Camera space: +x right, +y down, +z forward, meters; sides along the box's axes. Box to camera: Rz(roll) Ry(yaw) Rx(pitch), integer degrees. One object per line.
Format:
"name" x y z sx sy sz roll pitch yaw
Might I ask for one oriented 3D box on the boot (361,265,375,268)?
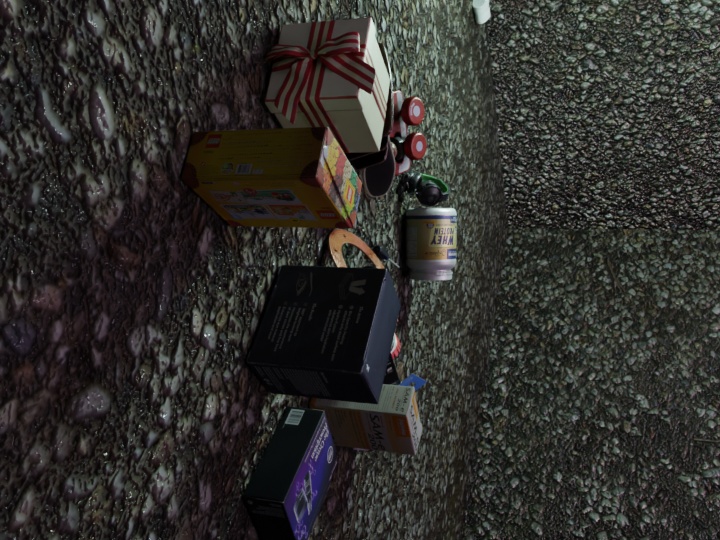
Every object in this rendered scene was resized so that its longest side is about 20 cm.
"boot" -0.012 0.064 1.448 0.158 0.079 0.212 55 41 -60

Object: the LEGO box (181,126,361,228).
"LEGO box" -0.118 -0.123 0.950 0.149 0.199 0.077 52 44 -62

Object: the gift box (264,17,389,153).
"gift box" -0.047 -0.303 1.166 0.187 0.184 0.201 58 32 -61

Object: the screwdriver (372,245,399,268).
"screwdriver" 0.075 -0.029 1.757 0.200 0.029 0.028 29 64 -63

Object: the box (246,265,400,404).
"box" -0.055 0.104 1.150 0.118 0.199 0.197 67 31 -50

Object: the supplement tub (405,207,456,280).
"supplement tub" 0.198 -0.075 1.941 0.144 0.144 0.201 -13 103 -70

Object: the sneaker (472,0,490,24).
"sneaker" 0.513 -1.126 2.879 0.116 0.073 0.200 62 44 -57

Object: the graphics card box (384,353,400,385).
"graphics card box" 0.007 0.200 1.428 0.051 0.125 0.200 58 -8 38

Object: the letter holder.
"letter holder" 0.015 -0.315 1.328 0.101 0.142 0.201 28 53 -58

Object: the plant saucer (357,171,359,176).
"plant saucer" -0.048 -0.191 1.398 0.200 0.032 0.201 1 90 -70

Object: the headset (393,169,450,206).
"headset" 0.166 -0.236 1.873 0.200 0.123 0.094 -18 137 -45

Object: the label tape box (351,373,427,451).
"label tape box" 0.069 0.321 1.536 0.063 0.200 0.144 56 6 24

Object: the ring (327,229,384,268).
"ring" 0.000 0.000 1.426 0.200 0.019 0.201 40 28 -26

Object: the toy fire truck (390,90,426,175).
"toy fire truck" 0.061 -0.321 1.620 0.168 0.112 0.201 -25 117 -42

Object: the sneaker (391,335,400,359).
"sneaker" 0.041 0.114 1.564 0.082 0.078 0.200 48 18 -34

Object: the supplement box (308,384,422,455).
"supplement box" 0.013 0.288 1.356 0.074 0.199 0.126 -67 151 -46

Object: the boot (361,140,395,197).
"boot" 0.021 -0.270 1.497 0.144 0.072 0.201 -119 -158 -58

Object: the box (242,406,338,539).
"box" -0.114 0.359 1.191 0.200 0.079 0.141 -64 152 -50
